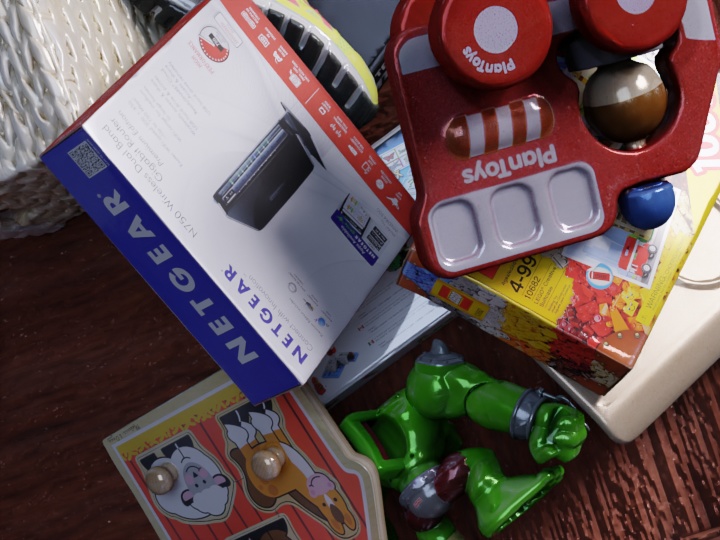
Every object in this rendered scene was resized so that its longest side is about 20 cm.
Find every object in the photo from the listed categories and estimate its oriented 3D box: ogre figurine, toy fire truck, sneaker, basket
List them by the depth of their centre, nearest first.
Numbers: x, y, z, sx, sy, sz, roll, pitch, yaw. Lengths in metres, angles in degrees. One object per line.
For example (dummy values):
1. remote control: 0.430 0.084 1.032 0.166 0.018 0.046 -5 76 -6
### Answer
1. toy fire truck: 0.112 -0.096 0.950 0.199 0.112 0.169 -15 100 -12
2. ogre figurine: 0.049 0.131 1.070 0.120 0.098 0.200 48 137 18
3. basket: -0.228 -0.139 1.093 0.160 0.198 0.201 -23 84 20
4. sneaker: -0.061 -0.173 1.103 0.200 0.090 0.078 40 132 -6

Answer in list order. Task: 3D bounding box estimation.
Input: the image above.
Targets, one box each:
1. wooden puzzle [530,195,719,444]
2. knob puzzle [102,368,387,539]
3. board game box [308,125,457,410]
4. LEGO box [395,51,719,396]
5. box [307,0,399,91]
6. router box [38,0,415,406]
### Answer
1. wooden puzzle: 0.160 -0.014 1.080 0.185 0.046 0.200 -41 81 -16
2. knob puzzle: -0.066 0.166 1.079 0.219 0.030 0.221 12 117 25
3. board game box: 0.000 0.000 1.133 0.200 0.035 0.126 -36 78 5
4. LEGO box: 0.135 -0.049 1.023 0.148 0.077 0.201 28 71 3
5. box: -0.037 -0.224 1.165 0.200 0.050 0.199 38 92 14
6. router box: -0.070 -0.050 1.016 0.049 0.180 0.200 -26 110 43
